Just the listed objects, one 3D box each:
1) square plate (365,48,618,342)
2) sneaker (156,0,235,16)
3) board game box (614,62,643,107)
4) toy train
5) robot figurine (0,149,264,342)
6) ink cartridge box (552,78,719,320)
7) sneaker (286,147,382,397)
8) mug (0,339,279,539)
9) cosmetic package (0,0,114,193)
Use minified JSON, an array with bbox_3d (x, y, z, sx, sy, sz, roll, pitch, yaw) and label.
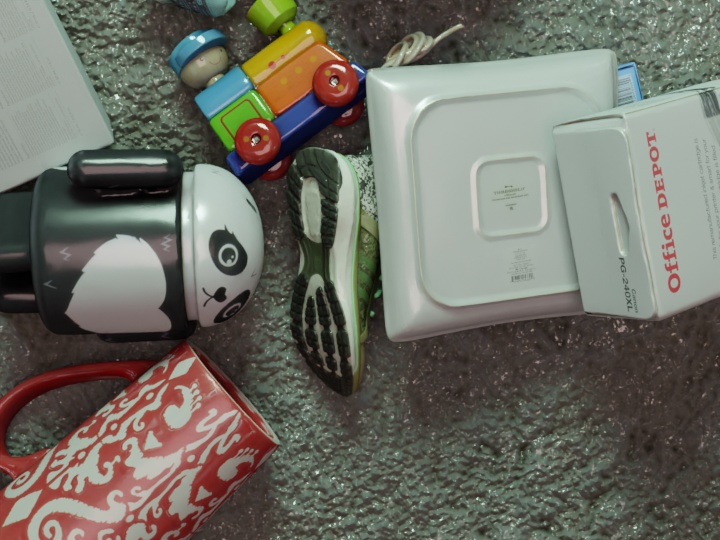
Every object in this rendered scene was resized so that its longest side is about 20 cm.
[{"bbox_3d":[0.108,-0.056,0.977,0.198,0.028,0.200,-7,99,-15],"label":"square plate"},{"bbox_3d":[-0.088,-0.278,0.962,0.086,0.078,0.201,28,104,11],"label":"sneaker"},{"bbox_3d":[0.133,-0.060,1.029,0.198,0.037,0.153,-16,98,-4],"label":"board game box"},{"bbox_3d":[-0.037,-0.165,0.989,0.199,0.085,0.116,-37,84,-1],"label":"toy train"},{"bbox_3d":[-0.169,-0.015,0.967,0.198,0.150,0.126,-2,84,-4],"label":"robot figurine"},{"bbox_3d":[0.247,-0.060,0.973,0.199,0.083,0.147,-17,100,-30],"label":"ink cartridge box"},{"bbox_3d":[0.000,0.000,1.011,0.088,0.077,0.202,-15,116,-35],"label":"sneaker"},{"bbox_3d":[-0.181,0.142,0.984,0.200,0.133,0.178,-42,100,-2],"label":"mug"},{"bbox_3d":[-0.286,-0.153,0.948,0.150,0.052,0.201,-24,119,-3],"label":"cosmetic package"}]
